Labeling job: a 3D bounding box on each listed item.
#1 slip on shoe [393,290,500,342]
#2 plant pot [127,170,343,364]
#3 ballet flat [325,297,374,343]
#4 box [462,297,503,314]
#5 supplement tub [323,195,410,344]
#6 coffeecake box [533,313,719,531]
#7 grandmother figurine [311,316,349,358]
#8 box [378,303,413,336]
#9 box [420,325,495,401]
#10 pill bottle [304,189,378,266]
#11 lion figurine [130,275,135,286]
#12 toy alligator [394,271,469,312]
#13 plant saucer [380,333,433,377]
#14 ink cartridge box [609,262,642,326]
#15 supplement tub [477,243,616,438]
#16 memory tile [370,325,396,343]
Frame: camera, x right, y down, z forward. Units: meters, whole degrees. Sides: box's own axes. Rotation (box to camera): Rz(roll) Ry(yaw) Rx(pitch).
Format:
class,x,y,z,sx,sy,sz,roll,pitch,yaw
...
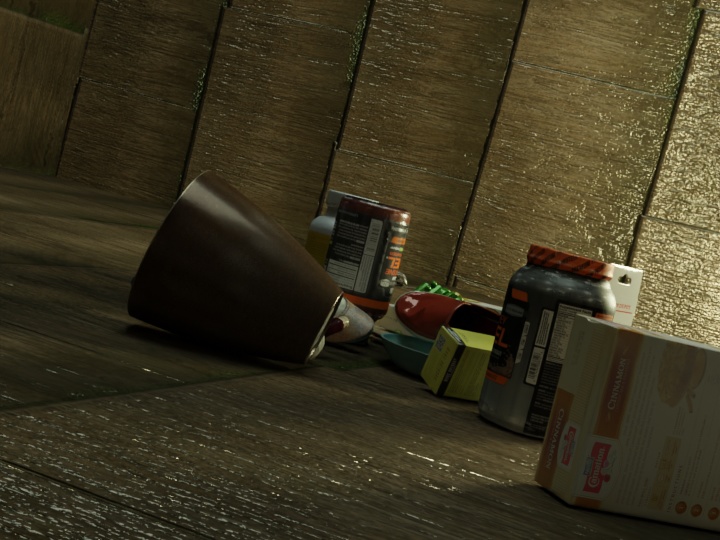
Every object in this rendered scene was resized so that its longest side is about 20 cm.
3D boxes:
class,x,y,z,sx,sy,sz,roll,pitch,yaw
slip on shoe,0.126,0.065,1.634,0.199,0.074,0.061,21,-27,37
plant pot,-0.127,0.018,1.379,0.199,0.188,0.187,29,4,3
ballet flat,-0.070,0.051,1.690,0.199,0.068,0.067,9,-45,39
box,0.184,0.069,1.799,0.199,0.042,0.039,15,5,-1
supplement tub,0.000,0.000,1.755,0.106,0.201,0.107,14,5,-1
coffeecake box,0.270,0.136,1.075,0.199,0.154,0.073,13,3,-19
grandmother figurine,-0.074,0.073,1.533,0.121,0.061,0.200,-13,8,-2
box,0.146,0.098,1.847,0.155,0.041,0.200,12,6,-38
box,0.177,0.124,1.494,0.199,0.076,0.050,12,22,-27
pill bottle,-0.033,-0.017,1.894,0.111,0.201,0.112,14,4,-1
lion figurine,-0.211,0.033,1.574,0.122,0.073,0.200,29,7,-44
toy alligator,0.111,0.043,1.727,0.059,0.054,0.200,-33,54,-28
plant saucer,0.119,0.125,1.613,0.199,0.036,0.200,14,4,-1
ink cartridge box,0.334,0.084,1.777,0.067,0.201,0.117,17,4,39
supplement tub,0.210,0.079,1.362,0.122,0.201,0.123,14,3,-1
memory tile,0.095,0.116,1.826,0.153,0.017,0.200,13,4,-23
